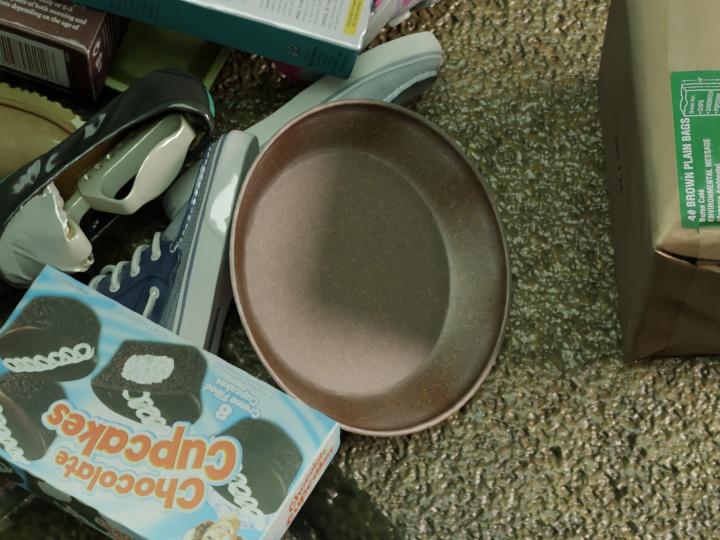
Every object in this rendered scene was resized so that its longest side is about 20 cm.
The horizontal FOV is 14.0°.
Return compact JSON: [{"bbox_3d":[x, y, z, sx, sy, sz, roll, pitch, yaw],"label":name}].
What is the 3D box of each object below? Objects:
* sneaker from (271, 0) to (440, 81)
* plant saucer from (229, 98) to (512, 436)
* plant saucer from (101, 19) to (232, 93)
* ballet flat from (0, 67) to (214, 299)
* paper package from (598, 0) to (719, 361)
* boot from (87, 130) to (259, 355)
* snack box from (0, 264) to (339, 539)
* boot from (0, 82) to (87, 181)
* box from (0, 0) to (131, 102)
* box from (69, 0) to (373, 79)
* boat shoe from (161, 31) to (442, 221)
[{"bbox_3d":[0.020,-0.188,1.838,0.081,0.088,0.200,31,73,32],"label":"sneaker"},{"bbox_3d":[0.000,0.000,1.743,0.200,0.037,0.202,7,78,-33],"label":"plant saucer"},{"bbox_3d":[-0.150,-0.203,1.868,0.199,0.048,0.200,24,69,10],"label":"plant saucer"},{"bbox_3d":[-0.165,-0.043,1.727,0.200,0.068,0.068,-43,38,-4],"label":"ballet flat"},{"bbox_3d":[0.202,-0.069,1.730,0.103,0.191,0.201,-3,67,-1],"label":"paper package"},{"bbox_3d":[-0.123,0.008,1.735,0.090,0.073,0.201,14,90,10],"label":"boot"},{"bbox_3d":[-0.125,0.092,1.662,0.199,0.037,0.116,27,67,14],"label":"snack box"},{"bbox_3d":[-0.262,-0.023,1.784,0.175,0.066,0.200,24,67,24],"label":"boot"},{"bbox_3d":[-0.175,-0.215,1.807,0.100,0.075,0.201,19,69,6],"label":"box"},{"bbox_3d":[-0.089,-0.183,1.739,0.199,0.049,0.083,16,68,-4],"label":"box"},{"bbox_3d":[-0.024,-0.070,1.804,0.200,0.070,0.072,-34,80,-9],"label":"boat shoe"}]
